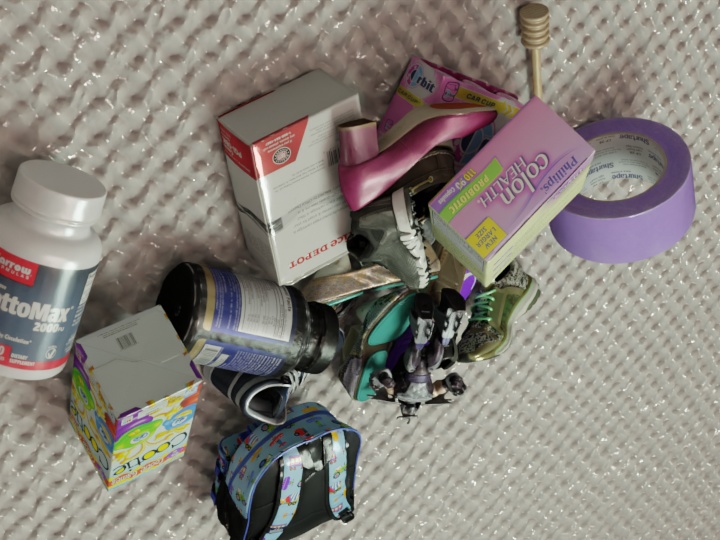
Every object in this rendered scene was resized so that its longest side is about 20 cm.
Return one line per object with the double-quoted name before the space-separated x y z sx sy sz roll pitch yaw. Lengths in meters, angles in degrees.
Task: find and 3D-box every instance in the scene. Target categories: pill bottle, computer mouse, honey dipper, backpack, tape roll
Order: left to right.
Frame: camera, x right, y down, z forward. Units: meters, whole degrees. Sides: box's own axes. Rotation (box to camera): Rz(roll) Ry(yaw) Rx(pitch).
"pill bottle" -0.329 -0.003 1.340 0.119 0.120 0.201 4 115 -41
"pill bottle" -0.129 0.063 1.533 0.199 0.112 0.112 14 109 -32
"backpack" -0.093 0.246 1.673 0.182 0.135 0.201 -19 142 -27
"computer mouse" 0.024 -0.014 1.696 0.200 0.034 0.059 -41 114 1
"honey dipper" 0.226 -0.247 1.697 0.038 0.038 0.201 -29 136 -21
"tape roll" 0.344 -0.109 1.770 0.200 0.200 0.085 -35 136 -16

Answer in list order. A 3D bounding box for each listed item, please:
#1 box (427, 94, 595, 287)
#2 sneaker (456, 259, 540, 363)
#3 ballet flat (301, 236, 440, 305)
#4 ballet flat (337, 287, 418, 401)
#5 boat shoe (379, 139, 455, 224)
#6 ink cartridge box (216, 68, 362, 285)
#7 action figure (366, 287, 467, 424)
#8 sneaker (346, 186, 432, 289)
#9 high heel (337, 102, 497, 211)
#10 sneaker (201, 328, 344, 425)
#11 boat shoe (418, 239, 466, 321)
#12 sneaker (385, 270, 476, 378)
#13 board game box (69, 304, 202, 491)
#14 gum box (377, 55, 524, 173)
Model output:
"box" 0.175 -0.087 1.558 0.176 0.097 0.200 -45 171 -2
"sneaker" 0.173 0.048 1.813 0.200 0.077 0.089 -53 124 -42
"ballet flat" 0.000 0.000 1.650 0.199 0.068 0.068 -15 92 -15
"ballet flat" 0.014 0.082 1.714 0.072 0.072 0.201 -9 137 -36
"boat shoe" 0.058 -0.085 1.586 0.071 0.060 0.200 0 153 -27
"ink cartridge box" -0.069 -0.105 1.513 0.146 0.083 0.201 -29 133 -23
"action figure" 0.077 0.120 1.689 0.129 0.069 0.201 -2 126 -21
"sneaker" 0.031 -0.031 1.543 0.090 0.067 0.200 -11 154 6
"high heel" 0.065 -0.132 1.488 0.199 0.067 0.097 -11 109 -17
"sneaker" -0.085 0.127 1.641 0.199 0.108 0.070 -14 127 -32
"boat shoe" 0.115 -0.030 1.735 0.072 0.065 0.201 29 80 -34
"sneaker" 0.105 0.081 1.773 0.200 0.099 0.070 -51 140 2
"board game box" -0.251 0.145 1.462 0.104 0.103 0.200 -24 158 -25
"gum box" 0.125 -0.178 1.636 0.199 0.066 0.114 12 111 -44
